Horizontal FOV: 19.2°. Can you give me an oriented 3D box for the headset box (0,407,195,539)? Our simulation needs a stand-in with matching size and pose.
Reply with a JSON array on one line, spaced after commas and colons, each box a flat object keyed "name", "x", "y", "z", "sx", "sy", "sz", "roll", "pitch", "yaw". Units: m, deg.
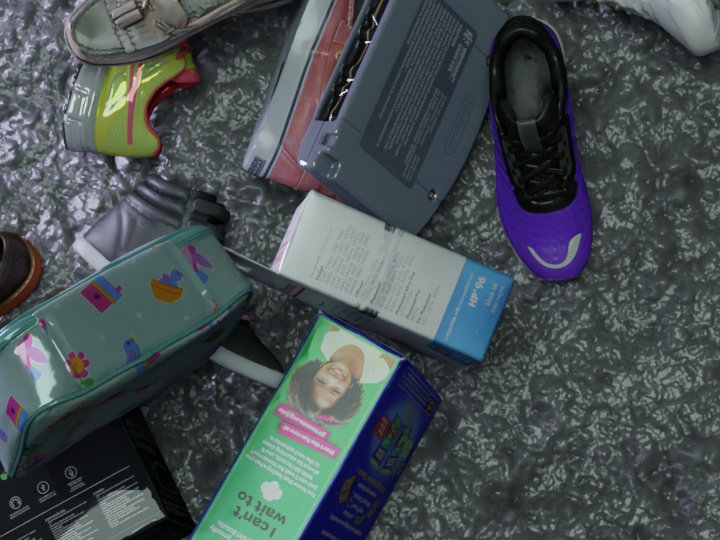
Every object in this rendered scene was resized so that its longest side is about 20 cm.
[{"name": "headset box", "x": -0.247, "y": 0.141, "z": 1.582, "sx": 0.174, "sy": 0.093, "sz": 0.201, "roll": -29, "pitch": 75, "yaw": 2}]

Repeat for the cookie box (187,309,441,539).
[{"name": "cookie box", "x": -0.032, "y": 0.147, "z": 1.508, "sx": 0.075, "sy": 0.171, "sz": 0.201, "roll": 27, "pitch": 83, "yaw": 16}]

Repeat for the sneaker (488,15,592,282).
[{"name": "sneaker", "x": 0.126, "y": -0.090, "z": 1.561, "sx": 0.069, "sy": 0.100, "sz": 0.201, "roll": -10, "pitch": 89, "yaw": 7}]

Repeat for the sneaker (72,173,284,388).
[{"name": "sneaker", "x": -0.117, "y": 0.001, "z": 1.604, "sx": 0.200, "sy": 0.071, "sz": 0.099, "roll": 37, "pitch": 90, "yaw": 19}]

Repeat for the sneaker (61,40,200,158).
[{"name": "sneaker", "x": -0.161, "y": -0.177, "z": 1.656, "sx": 0.090, "sy": 0.078, "sz": 0.201, "roll": 17, "pitch": 86, "yaw": 4}]

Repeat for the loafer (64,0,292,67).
[{"name": "loafer", "x": -0.127, "y": -0.210, "z": 1.595, "sx": 0.199, "sy": 0.063, "sz": 0.072, "roll": -21, "pitch": 88, "yaw": -10}]

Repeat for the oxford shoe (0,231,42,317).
[{"name": "oxford shoe", "x": -0.335, "y": 0.039, "z": 1.629, "sx": 0.200, "sy": 0.073, "sz": 0.071, "roll": -45, "pitch": 76, "yaw": -2}]

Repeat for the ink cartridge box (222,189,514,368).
[{"name": "ink cartridge box", "x": 0.000, "y": 0.000, "z": 1.537, "sx": 0.199, "sy": 0.116, "sz": 0.068, "roll": 23, "pitch": 82, "yaw": -5}]

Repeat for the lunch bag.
[{"name": "lunch bag", "x": -0.179, "y": 0.057, "z": 1.468, "sx": 0.200, "sy": 0.160, "sz": 0.077, "roll": -30, "pitch": 81, "yaw": -26}]

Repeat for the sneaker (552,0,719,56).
[{"name": "sneaker", "x": 0.192, "y": -0.223, "z": 1.612, "sx": 0.099, "sy": 0.078, "sz": 0.200, "roll": -40, "pitch": 66, "yaw": 6}]

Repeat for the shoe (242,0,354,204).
[{"name": "shoe", "x": -0.017, "y": -0.147, "z": 1.628, "sx": 0.091, "sy": 0.071, "sz": 0.201, "roll": 22, "pitch": 68, "yaw": -10}]

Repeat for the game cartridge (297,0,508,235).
[{"name": "game cartridge", "x": 0.037, "y": -0.130, "z": 1.579, "sx": 0.040, "sy": 0.133, "sz": 0.201, "roll": 5, "pitch": 65, "yaw": 49}]
